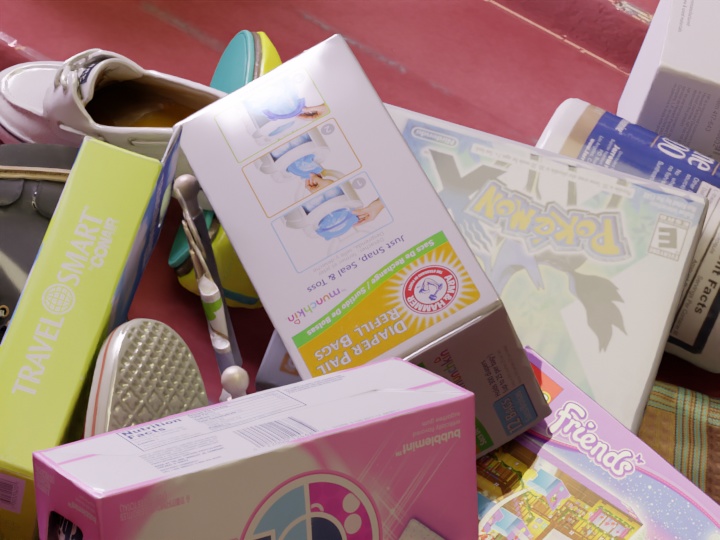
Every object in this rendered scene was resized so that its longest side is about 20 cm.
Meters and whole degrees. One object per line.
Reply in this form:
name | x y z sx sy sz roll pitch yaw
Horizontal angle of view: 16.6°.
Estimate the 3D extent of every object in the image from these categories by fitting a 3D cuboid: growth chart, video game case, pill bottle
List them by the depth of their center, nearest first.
growth chart | -0.065 0.048 1.225 0.018 0.145 0.200 -14 32 -3
video game case | 0.067 0.013 1.322 0.199 0.022 0.183 17 66 9
pill bottle | 0.185 -0.010 1.407 0.200 0.111 0.111 26 42 9

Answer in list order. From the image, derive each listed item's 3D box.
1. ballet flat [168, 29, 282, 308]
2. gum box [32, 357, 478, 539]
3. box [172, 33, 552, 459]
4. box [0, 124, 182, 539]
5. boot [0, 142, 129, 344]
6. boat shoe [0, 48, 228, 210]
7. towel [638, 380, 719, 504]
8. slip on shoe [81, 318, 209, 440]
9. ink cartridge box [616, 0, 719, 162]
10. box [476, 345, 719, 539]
ballet flat | -0.063 -0.054 1.416 0.067 0.067 0.200 29 41 -19
gum box | -0.046 0.120 1.076 0.199 0.114 0.066 -13 20 -30
box | 0.000 0.000 1.238 0.101 0.113 0.200 -29 52 -1
box | -0.143 0.031 1.200 0.048 0.122 0.200 19 61 -2
boot | -0.215 0.003 1.291 0.199 0.078 0.139 -7 55 -20
boat shoe | -0.138 -0.092 1.373 0.200 0.070 0.071 21 57 36
towel | 0.119 0.100 1.335 0.199 0.022 0.147 14 43 -4
slip on shoe | -0.113 0.121 1.140 0.074 0.061 0.201 14 75 -46
ink cartridge box | 0.261 -0.081 1.497 0.199 0.129 0.125 18 41 -1
box | 0.110 0.150 1.219 0.200 0.039 0.137 41 75 21
